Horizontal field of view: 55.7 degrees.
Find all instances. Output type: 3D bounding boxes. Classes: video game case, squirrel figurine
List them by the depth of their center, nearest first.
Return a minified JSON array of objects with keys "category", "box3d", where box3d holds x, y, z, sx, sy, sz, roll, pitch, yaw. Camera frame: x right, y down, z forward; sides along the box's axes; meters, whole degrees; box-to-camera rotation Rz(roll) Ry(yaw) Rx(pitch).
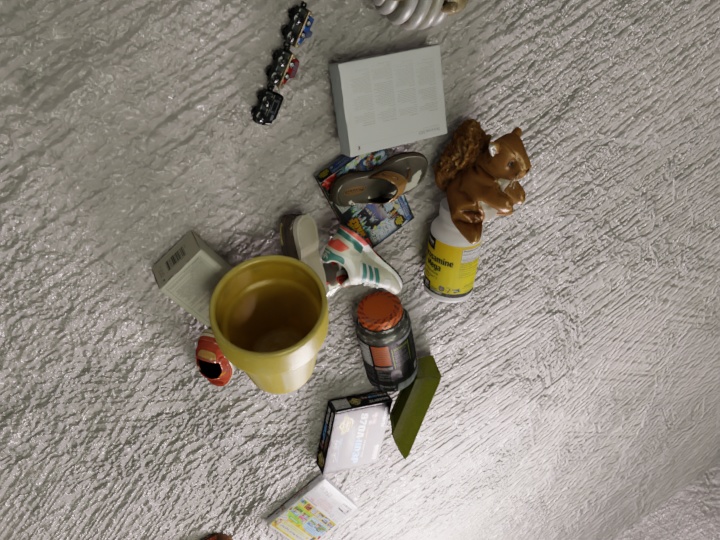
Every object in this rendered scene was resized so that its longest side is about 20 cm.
[{"category":"squirrel figurine","box3d":[0.227,-0.193,1.276,0.140,0.201,0.188,-27,156,-30]},{"category":"video game case","box3d":[-0.121,0.626,1.754,0.181,0.023,0.201,-38,133,-3]}]

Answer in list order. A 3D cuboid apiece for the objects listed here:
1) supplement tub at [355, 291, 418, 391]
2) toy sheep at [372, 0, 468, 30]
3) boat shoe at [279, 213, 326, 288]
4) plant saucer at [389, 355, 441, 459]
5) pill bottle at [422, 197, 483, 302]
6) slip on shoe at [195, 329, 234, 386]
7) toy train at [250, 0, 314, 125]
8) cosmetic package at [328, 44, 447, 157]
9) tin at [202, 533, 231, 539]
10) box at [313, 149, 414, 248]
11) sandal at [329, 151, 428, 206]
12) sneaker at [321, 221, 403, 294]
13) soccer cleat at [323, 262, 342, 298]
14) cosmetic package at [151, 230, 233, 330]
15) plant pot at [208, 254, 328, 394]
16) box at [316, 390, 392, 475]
[{"category":"supplement tub","box3d":[0.056,0.152,1.464,0.120,0.123,0.203,-24,131,-14]},{"category":"toy sheep","box3d":[0.081,-0.444,1.063,0.195,0.139,0.141,9,117,-23]},{"category":"boat shoe","box3d":[-0.110,-0.004,1.263,0.071,0.058,0.206,-27,118,-47]},{"category":"plant saucer","box3d":[0.117,0.300,1.565,0.047,0.200,0.204,22,96,-2]},{"category":"pill bottle","box3d":[0.194,-0.045,1.418,0.110,0.113,0.204,-11,126,-23]},{"category":"slip on shoe","box3d":[-0.279,0.178,1.283,0.072,0.062,0.201,15,150,0]},{"category":"toy train","box3d":[-0.121,-0.326,1.088,0.045,0.034,0.203,9,116,-38]},{"category":"cosmetic package","box3d":[0.051,-0.295,1.177,0.195,0.052,0.155,-16,110,-20]},{"category":"tin","box3d":[-0.350,0.720,1.671,0.109,0.042,0.204,-18,129,-14]},{"category":"box","box3d":[0.011,-0.139,1.292,0.135,0.040,0.202,-35,132,-4]},{"category":"sandal","box3d":[0.040,-0.156,1.233,0.195,0.055,0.083,-16,128,-21]},{"category":"sneaker","box3d":[0.000,0.000,1.300,0.094,0.070,0.200,-49,128,-4]},{"category":"soccer cleat","box3d":[-0.098,0.051,1.344,0.197,0.070,0.078,-32,138,2]},{"category":"cosmetic package","box3d":[-0.266,0.036,1.223,0.103,0.073,0.200,-41,133,0]},{"category":"plant pot","box3d":[-0.148,0.110,1.182,0.197,0.203,0.191,-23,145,-14]},{"category":"box","box3d":[-0.016,0.389,1.635,0.155,0.046,0.204,-5,123,-29]}]
